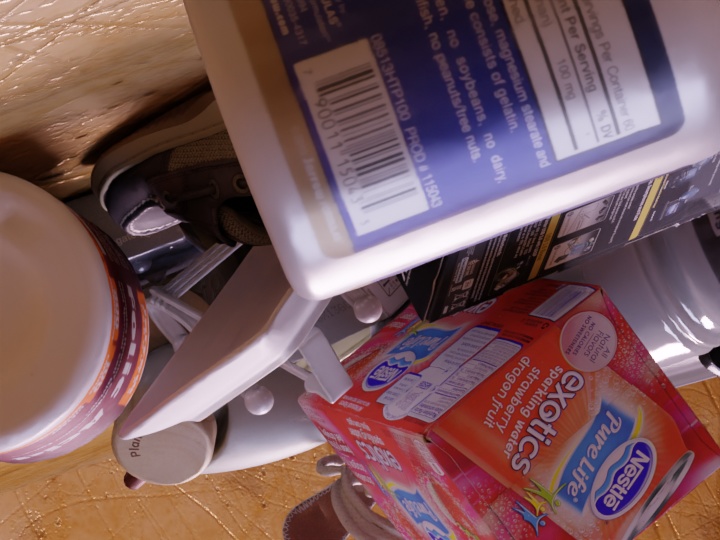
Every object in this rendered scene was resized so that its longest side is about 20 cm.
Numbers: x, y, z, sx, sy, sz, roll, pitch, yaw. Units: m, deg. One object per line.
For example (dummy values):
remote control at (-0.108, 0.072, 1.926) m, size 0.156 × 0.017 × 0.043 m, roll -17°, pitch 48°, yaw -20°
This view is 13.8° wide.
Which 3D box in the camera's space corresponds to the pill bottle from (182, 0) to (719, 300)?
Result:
pill bottle at (0.054, -0.078, 0.912) m, size 0.200 × 0.120 × 0.120 m, roll -20°, pitch 175°, yaw 0°

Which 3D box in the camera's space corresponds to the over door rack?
over door rack at (0.000, 0.000, 1.338) m, size 0.148 × 0.067 × 0.200 m, roll -42°, pitch -160°, yaw -15°

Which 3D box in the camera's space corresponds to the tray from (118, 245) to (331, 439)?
tray at (-0.023, -0.005, 1.232) m, size 0.107 × 0.022 × 0.200 m, roll -35°, pitch -165°, yaw 42°

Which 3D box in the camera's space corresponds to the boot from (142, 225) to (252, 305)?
boot at (-0.023, -0.011, 1.634) m, size 0.200 × 0.066 × 0.165 m, roll -15°, pitch -179°, yaw -25°

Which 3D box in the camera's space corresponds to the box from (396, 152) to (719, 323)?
box at (0.098, -0.070, 1.165) m, size 0.161 × 0.049 × 0.200 m, roll -20°, pitch 154°, yaw -18°

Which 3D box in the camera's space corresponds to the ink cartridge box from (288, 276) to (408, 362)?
ink cartridge box at (0.025, -0.038, 1.527) m, size 0.200 × 0.050 × 0.109 m, roll -48°, pitch -167°, yaw -36°

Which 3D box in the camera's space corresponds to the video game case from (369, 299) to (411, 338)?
video game case at (0.080, -0.029, 1.503) m, size 0.182 × 0.023 × 0.200 m, roll -38°, pitch -170°, yaw 8°

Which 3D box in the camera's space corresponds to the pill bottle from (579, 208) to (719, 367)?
pill bottle at (0.201, -0.034, 1.315) m, size 0.200 × 0.114 × 0.114 m, roll -24°, pitch 174°, yaw 26°

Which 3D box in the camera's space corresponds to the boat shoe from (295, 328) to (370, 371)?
boat shoe at (0.046, 0.025, 1.632) m, size 0.201 × 0.066 × 0.072 m, roll -30°, pitch -165°, yaw 36°

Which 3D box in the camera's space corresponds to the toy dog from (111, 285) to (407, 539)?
toy dog at (-0.040, 0.089, 1.448) m, size 0.132 × 0.200 × 0.096 m, roll -54°, pitch 168°, yaw -49°

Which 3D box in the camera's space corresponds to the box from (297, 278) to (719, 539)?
box at (0.060, 0.067, 1.269) m, size 0.100 × 0.096 × 0.200 m, roll -39°, pitch -168°, yaw -11°

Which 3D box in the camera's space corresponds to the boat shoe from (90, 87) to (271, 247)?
boat shoe at (-0.049, -0.041, 1.220) m, size 0.072 × 0.065 × 0.200 m, roll -17°, pitch 174°, yaw -35°

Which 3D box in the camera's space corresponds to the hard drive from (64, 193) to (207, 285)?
hard drive at (-0.175, 0.011, 1.405) m, size 0.200 × 0.042 × 0.135 m, roll -22°, pitch 176°, yaw 1°

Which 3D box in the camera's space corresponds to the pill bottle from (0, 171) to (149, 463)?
pill bottle at (-0.148, 0.023, 1.235) m, size 0.114 × 0.114 × 0.200 m, roll -20°, pitch 175°, yaw 1°

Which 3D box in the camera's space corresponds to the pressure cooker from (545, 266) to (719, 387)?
pressure cooker at (0.189, -0.029, 1.644) m, size 0.200 × 0.176 × 0.179 m, roll -18°, pitch -174°, yaw 44°
